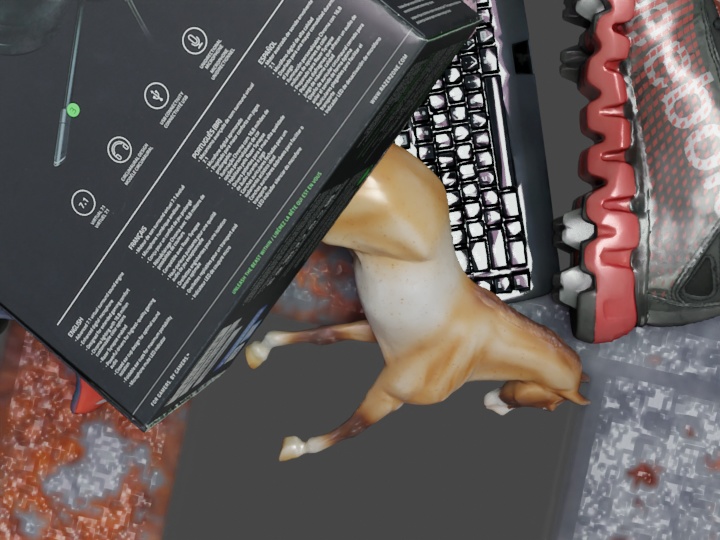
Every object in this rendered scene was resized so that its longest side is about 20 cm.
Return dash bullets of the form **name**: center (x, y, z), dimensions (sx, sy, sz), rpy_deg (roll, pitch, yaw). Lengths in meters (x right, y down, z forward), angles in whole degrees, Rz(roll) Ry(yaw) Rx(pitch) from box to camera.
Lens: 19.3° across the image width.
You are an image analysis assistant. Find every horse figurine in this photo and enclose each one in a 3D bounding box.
- **horse figurine**: center (0.000, 0.000, 0.840), dimensions (0.131, 0.050, 0.201), rpy_deg (-14, 123, 19)

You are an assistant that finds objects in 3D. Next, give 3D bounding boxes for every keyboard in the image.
- **keyboard**: center (0.021, -0.082, 0.877), dimensions (0.103, 0.040, 0.202), rpy_deg (-9, 89, 0)

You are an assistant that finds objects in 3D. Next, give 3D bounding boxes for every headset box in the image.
- **headset box**: center (-0.091, -0.079, 0.753), dimensions (0.199, 0.093, 0.175), rpy_deg (38, 108, 5)

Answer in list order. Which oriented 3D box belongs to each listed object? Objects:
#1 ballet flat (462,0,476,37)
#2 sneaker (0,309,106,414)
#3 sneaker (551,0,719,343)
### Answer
- **ballet flat**: center (-0.043, -0.103, 0.852), dimensions (0.198, 0.069, 0.072), rpy_deg (-13, 64, 28)
- **sneaker**: center (-0.161, -0.021, 0.866), dimensions (0.200, 0.075, 0.085), rpy_deg (42, 103, 7)
- **sneaker**: center (0.130, -0.070, 0.860), dimensions (0.097, 0.071, 0.203), rpy_deg (2, 92, 1)
